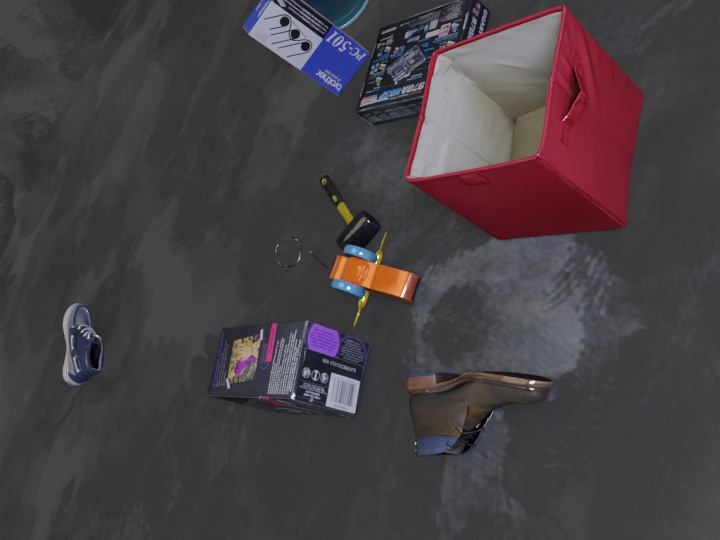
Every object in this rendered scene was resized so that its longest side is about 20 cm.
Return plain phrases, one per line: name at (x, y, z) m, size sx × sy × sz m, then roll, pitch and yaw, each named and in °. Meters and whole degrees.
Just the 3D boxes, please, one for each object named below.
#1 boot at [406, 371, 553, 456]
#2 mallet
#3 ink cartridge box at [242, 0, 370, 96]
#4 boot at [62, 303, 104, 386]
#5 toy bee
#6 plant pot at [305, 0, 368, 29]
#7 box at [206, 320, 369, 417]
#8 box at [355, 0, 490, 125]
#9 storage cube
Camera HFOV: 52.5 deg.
boot at (0.128, 0.160, 0.801) m, size 0.200 × 0.075 × 0.097 m, roll -13°, pitch 73°, yaw 53°
mallet at (-0.034, -0.089, 1.137) m, size 0.066 × 0.041 × 0.200 m, roll -53°, pitch 36°, yaw 8°
ink cartridge box at (-0.087, -0.386, 1.223) m, size 0.094 × 0.200 × 0.044 m, roll -51°, pitch 40°, yaw 17°
boot at (-0.610, 0.153, 1.632) m, size 0.090 × 0.073 × 0.200 m, roll -27°, pitch 59°, yaw 28°
toy bee at (0.000, 0.000, 1.014) m, size 0.200 × 0.109 × 0.131 m, roll 40°, pitch 93°, yaw 25°
plant pot at (-0.086, -0.555, 1.338) m, size 0.200 × 0.200 × 0.188 m, roll -48°, pitch 26°, yaw 19°
box at (-0.103, 0.140, 1.017) m, size 0.200 × 0.122 × 0.106 m, roll -8°, pitch 65°, yaw 46°
box at (0.090, -0.313, 1.108) m, size 0.200 × 0.046 × 0.159 m, roll 0°, pitch 70°, yaw 48°
storage cube at (0.185, -0.147, 0.806) m, size 0.200 × 0.180 × 0.171 m, roll -4°, pitch 67°, yaw 46°
